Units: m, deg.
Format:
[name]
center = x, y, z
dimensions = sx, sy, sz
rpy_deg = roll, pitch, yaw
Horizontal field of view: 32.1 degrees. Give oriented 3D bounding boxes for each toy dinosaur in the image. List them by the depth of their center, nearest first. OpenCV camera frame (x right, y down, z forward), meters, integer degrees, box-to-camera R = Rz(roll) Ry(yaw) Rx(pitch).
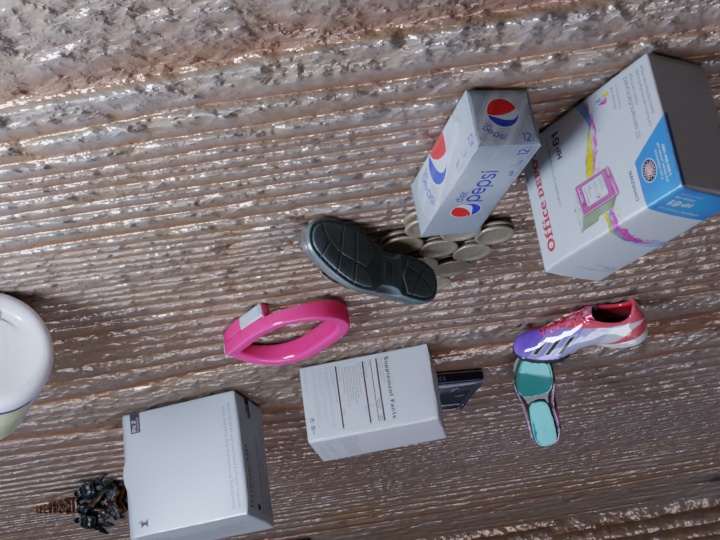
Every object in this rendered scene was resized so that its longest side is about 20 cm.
[toy dinosaur]
center = -0.495, 0.440, 2.326
dimensions = 0.199, 0.103, 0.136
rpy_deg = -26, 180, -16

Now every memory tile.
[memory tile]
center = 0.081, -0.022, 1.520
dimensions = 0.152, 0.017, 0.200
rpy_deg = 4, 155, -29

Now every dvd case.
[dvd case]
center = 0.090, 0.205, 2.062
dimensions = 0.198, 0.025, 0.151
rpy_deg = -3, 157, -12

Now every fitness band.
[fitness band]
center = -0.100, 0.085, 1.682
dimensions = 0.143, 0.038, 0.200
rpy_deg = 6, 154, -34

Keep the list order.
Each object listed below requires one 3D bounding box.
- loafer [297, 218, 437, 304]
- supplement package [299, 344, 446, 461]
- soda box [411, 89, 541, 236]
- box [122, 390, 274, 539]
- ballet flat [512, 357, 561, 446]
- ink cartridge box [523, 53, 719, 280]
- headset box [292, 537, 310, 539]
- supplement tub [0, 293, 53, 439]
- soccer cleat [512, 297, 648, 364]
[loafer]
center = 0.000, 0.000, 1.451
dimensions = 0.199, 0.073, 0.063
rpy_deg = 23, 153, -35
[supplement package]
center = 0.021, 0.202, 1.897
dimensions = 0.198, 0.121, 0.121
rpy_deg = -11, 156, 5
[soda box]
center = 0.112, -0.105, 1.265
dimensions = 0.068, 0.064, 0.200
rpy_deg = -4, 158, -16
[box]
center = -0.255, 0.316, 1.962
dimensions = 0.198, 0.201, 0.131
rpy_deg = -14, 158, 12
[ballet flat]
center = 0.283, 0.190, 2.006
dimensions = 0.068, 0.071, 0.201
rpy_deg = -10, 121, 10
[ink cartridge box]
center = 0.258, -0.096, 1.234
dimensions = 0.084, 0.146, 0.200
rpy_deg = 5, 154, -31
[headset box]
center = -0.154, 0.797, 3.166
dimensions = 0.092, 0.202, 0.174
rpy_deg = -8, 157, 0
[supplement tub]
center = -0.457, 0.126, 1.500
dimensions = 0.144, 0.146, 0.200
rpy_deg = 2, 155, -26
[soccer cleat]
center = 0.315, 0.083, 1.820
dimensions = 0.198, 0.069, 0.073
rpy_deg = -11, 135, 14
